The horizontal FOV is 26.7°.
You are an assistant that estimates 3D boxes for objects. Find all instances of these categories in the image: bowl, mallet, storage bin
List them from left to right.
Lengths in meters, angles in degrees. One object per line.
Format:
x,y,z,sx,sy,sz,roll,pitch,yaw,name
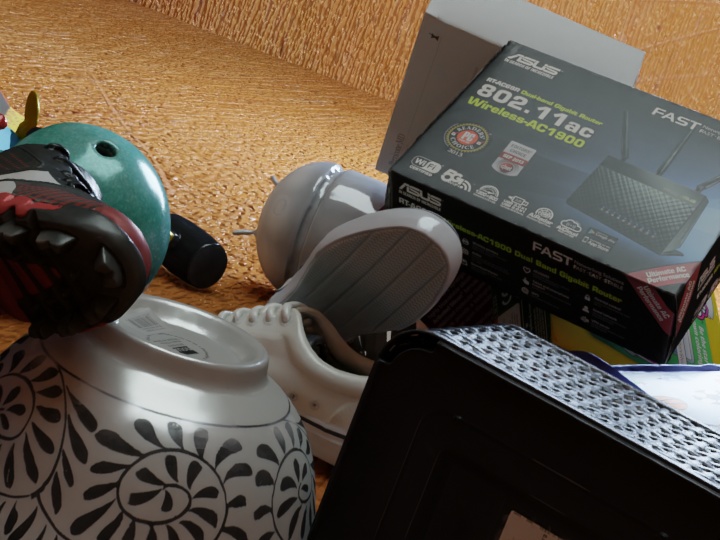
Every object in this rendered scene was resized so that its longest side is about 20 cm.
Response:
-0.166,-0.044,1.102,0.066,0.041,0.200,34,-4,34,mallet
-0.098,0.070,0.721,0.199,0.095,0.201,20,11,-4,bowl
0.090,0.121,0.678,0.199,0.136,0.093,28,14,29,storage bin

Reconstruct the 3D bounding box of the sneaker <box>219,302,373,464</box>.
-0.052,0.050,0.899,0.199,0.071,0.073,23,12,16,sneaker

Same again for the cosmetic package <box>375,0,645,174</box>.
0.101,-0.112,1.096,0.150,0.052,0.200,22,-30,1,cosmetic package

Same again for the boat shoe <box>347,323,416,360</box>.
0.009,0.054,1.008,0.074,0.075,0.202,13,14,-29,boat shoe

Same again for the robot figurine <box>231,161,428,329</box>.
0.001,-0.016,1.212,0.198,0.114,0.170,23,39,12,robot figurine

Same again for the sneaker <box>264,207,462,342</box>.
0.000,0.000,0.926,0.073,0.071,0.200,46,-37,-11,sneaker

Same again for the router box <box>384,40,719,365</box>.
0.136,-0.048,0.930,0.199,0.062,0.150,25,52,23,router box

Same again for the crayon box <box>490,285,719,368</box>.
0.166,0.020,1.014,0.172,0.058,0.201,29,41,-27,crayon box

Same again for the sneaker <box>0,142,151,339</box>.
-0.148,-0.019,0.708,0.098,0.071,0.200,-41,24,-31,sneaker

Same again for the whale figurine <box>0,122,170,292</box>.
-0.206,-0.034,0.958,0.199,0.104,0.159,-13,54,-50,whale figurine

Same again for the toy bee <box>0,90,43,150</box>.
-0.273,-0.104,1.124,0.130,0.110,0.200,-18,-43,41,toy bee

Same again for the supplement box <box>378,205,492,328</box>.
0.097,0.021,1.092,0.200,0.086,0.110,44,8,-8,supplement box

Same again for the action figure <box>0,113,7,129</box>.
-0.313,-0.073,0.918,0.098,0.066,0.200,10,32,21,action figure

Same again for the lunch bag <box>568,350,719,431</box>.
0.160,0.124,0.848,0.198,0.125,0.170,1,17,-17,lunch bag
